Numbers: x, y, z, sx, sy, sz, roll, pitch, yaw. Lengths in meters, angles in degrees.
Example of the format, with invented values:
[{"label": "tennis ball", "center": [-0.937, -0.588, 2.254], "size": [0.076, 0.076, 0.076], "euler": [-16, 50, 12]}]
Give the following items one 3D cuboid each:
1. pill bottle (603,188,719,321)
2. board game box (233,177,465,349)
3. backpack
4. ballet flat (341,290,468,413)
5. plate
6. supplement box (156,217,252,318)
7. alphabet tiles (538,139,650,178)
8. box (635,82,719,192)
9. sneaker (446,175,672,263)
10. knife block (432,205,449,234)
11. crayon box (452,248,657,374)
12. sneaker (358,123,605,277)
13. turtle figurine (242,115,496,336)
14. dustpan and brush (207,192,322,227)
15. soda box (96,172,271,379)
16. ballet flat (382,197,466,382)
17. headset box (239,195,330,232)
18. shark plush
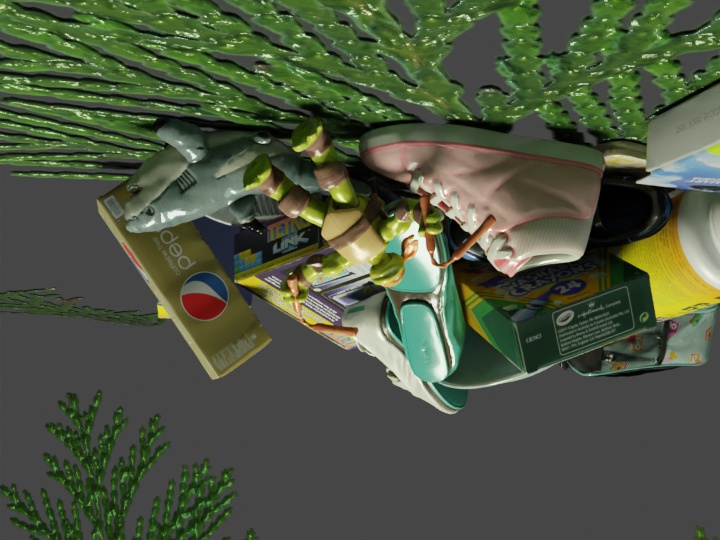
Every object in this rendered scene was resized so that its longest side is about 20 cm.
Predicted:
[{"label": "pill bottle", "center": [0.308, -0.023, 1.063], "size": [0.108, 0.111, 0.200], "euler": [4, 166, -17]}, {"label": "board game box", "center": [0.000, 0.000, 1.136], "size": [0.164, 0.057, 0.200], "euler": [-18, 148, 27]}, {"label": "backpack", "center": [0.315, 0.042, 1.370], "size": [0.197, 0.156, 0.176], "euler": [7, -170, -19]}, {"label": "ballet flat", "center": [0.043, 0.082, 1.175], "size": [0.069, 0.070, 0.200], "euler": [-2, 149, 31]}, {"label": "plate", "center": [0.154, 0.055, 1.107], "size": [0.198, 0.026, 0.201], "euler": [-25, -158, 10]}, {"label": "supplement box", "center": [-0.187, -0.002, 1.401], "size": [0.108, 0.111, 0.200], "euler": [3, 172, -9]}, {"label": "alphabet tiles", "center": [0.189, -0.085, 1.041], "size": [0.194, 0.015, 0.199], "euler": [8, 171, -35]}, {"label": "box", "center": [0.285, -0.094, 0.803], "size": [0.120, 0.048, 0.200], "euler": [4, 172, -13]}, {"label": "sneaker", "center": [0.166, -0.047, 1.007], "size": [0.197, 0.071, 0.078], "euler": [-9, 175, 13]}, {"label": "knife block", "center": [0.156, -0.032, 1.253], "size": [0.173, 0.065, 0.200], "euler": [5, 171, -10]}, {"label": "crayon box", "center": [0.158, 0.018, 1.045], "size": [0.124, 0.052, 0.200], "euler": [-19, -161, -11]}, {"label": "sneaker", "center": [0.092, -0.053, 0.929], "size": [0.197, 0.106, 0.075], "euler": [8, 172, 0]}, {"label": "turtle figurine", "center": [-0.004, -0.043, 0.919], "size": [0.199, 0.065, 0.162], "euler": [-27, 116, 32]}, {"label": "dustpan and brush", "center": [-0.057, -0.055, 1.135], "size": [0.197, 0.058, 0.140], "euler": [-1, 169, -16]}, {"label": "soda box", "center": [-0.167, 0.004, 1.110], "size": [0.064, 0.201, 0.068], "euler": [-34, -179, -14]}, {"label": "ballet flat", "center": [0.054, 0.006, 1.038], "size": [0.066, 0.071, 0.202], "euler": [2, 129, 20]}, {"label": "headset box", "center": [-0.047, -0.028, 1.295], "size": [0.146, 0.076, 0.200], "euler": [1, 172, 5]}, {"label": "shark plush", "center": [-0.093, -0.068, 0.968], "size": [0.197, 0.085, 0.091], "euler": [4, 173, -15]}]
